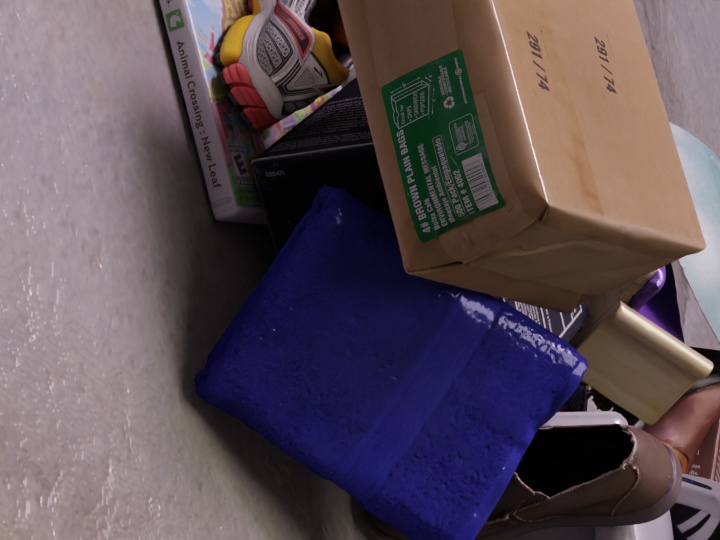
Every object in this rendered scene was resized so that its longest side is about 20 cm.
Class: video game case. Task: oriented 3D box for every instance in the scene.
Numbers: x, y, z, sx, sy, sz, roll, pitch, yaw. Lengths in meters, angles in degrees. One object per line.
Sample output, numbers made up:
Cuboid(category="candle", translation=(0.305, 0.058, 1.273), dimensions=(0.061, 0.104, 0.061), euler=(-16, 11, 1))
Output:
Cuboid(category="video game case", translation=(-0.060, -0.117, 1.651), dimensions=(0.200, 0.022, 0.183), euler=(1, 72, -65))

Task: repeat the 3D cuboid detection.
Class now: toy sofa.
Cuboid(category="toy sofa", translation=(0.196, 0.004, 1.796), dimensions=(0.083, 0.098, 0.200), euler=(34, 26, -17))

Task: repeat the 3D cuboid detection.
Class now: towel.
Cuboid(category="towel", translation=(0.017, 0.059, 1.508), dimensions=(0.200, 0.148, 0.050), euler=(35, -1, -22))

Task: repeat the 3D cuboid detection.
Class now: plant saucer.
Cuboid(category="plant saucer", translation=(0.251, -0.027, 1.834), dimensions=(0.201, 0.039, 0.201), euler=(57, 18, -30))

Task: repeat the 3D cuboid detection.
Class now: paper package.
Cuboid(category="paper package", translation=(0.090, -0.092, 1.500), dimensions=(0.190, 0.103, 0.200), euler=(13, 58, -52))

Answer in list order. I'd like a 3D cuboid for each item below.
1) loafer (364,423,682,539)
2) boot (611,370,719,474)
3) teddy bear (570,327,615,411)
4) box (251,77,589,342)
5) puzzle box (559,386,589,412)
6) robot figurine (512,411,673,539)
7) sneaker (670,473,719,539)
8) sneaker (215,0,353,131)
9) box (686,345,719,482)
Cuboid(category="loafer", translation=(0.093, 0.121, 1.594), dimensions=(0.071, 0.199, 0.073), euler=(59, 25, -52))
Cuboid(category="boot", translation=(0.229, 0.182, 1.821), dimensions=(0.188, 0.068, 0.200), euler=(-25, 94, -36))
Cuboid(category="teddy bear", translation=(0.160, 0.031, 1.925), dimensions=(0.200, 0.067, 0.145), euler=(-85, 157, -52))
Cuboid(category="box", translation=(0.043, -0.016, 1.640), dimensions=(0.198, 0.123, 0.201), euler=(-43, 123, -58))
Cuboid(category="puzzle box", translation=(0.112, 0.055, 1.896), dimensions=(0.200, 0.025, 0.133), euler=(56, 28, -32))
Cuboid(category="robot figurine", translation=(0.147, 0.191, 1.668), dimensions=(0.170, 0.113, 0.200), euler=(99, -12, -62))
Cuboid(category="sneaker", translation=(0.239, 0.199, 1.691), dimensions=(0.073, 0.200, 0.112), euler=(6, 93, -24))
Cuboid(category="sneaker", translation=(-0.025, -0.160, 1.629), dimensions=(0.078, 0.082, 0.200), euler=(58, 27, -30))
Cuboid(category="box", translation=(0.230, 0.162, 1.919), dimensions=(0.100, 0.075, 0.201), euler=(55, 45, -70))
